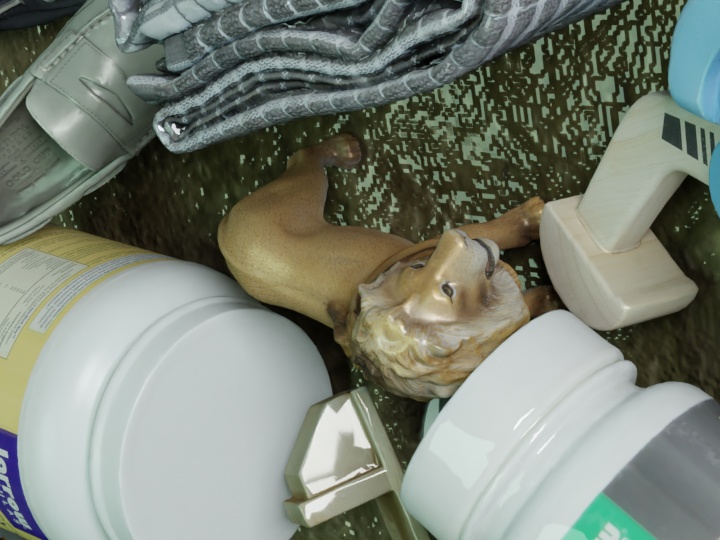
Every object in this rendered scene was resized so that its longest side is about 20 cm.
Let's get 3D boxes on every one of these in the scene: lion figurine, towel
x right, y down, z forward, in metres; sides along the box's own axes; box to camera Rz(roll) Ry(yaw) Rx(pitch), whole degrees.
[{"bbox_3d":[0.000,0.000,0.869,0.200,0.122,0.073,12,115,46],"label":"lion figurine"},{"bbox_3d":[0.027,-0.106,0.763,0.200,0.165,0.086,-17,99,51],"label":"towel"}]

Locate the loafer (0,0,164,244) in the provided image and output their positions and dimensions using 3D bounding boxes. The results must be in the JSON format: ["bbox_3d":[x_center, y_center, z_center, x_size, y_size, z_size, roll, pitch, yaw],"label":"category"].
[{"bbox_3d":[-0.116,-0.073,0.969,0.070,0.070,0.200,38,119,-22],"label":"loafer"}]

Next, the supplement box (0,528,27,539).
[{"bbox_3d":[-0.174,0.215,1.152,0.200,0.133,0.198,16,118,44],"label":"supplement box"}]

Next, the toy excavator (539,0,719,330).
[{"bbox_3d":[0.138,-0.046,0.734,0.200,0.100,0.195,37,133,51],"label":"toy excavator"}]

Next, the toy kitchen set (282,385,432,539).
[{"bbox_3d":[-0.050,0.156,0.899,0.200,0.180,0.163,146,102,-81],"label":"toy kitchen set"}]

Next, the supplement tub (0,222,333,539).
[{"bbox_3d":[-0.123,0.058,1.016,0.200,0.145,0.146,15,117,45],"label":"supplement tub"}]

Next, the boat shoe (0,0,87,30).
[{"bbox_3d":[-0.135,-0.147,1.004,0.200,0.063,0.073,-12,97,50],"label":"boat shoe"}]

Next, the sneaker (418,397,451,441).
[{"bbox_3d":[0.090,0.122,0.875,0.080,0.074,0.200,-23,93,36],"label":"sneaker"}]

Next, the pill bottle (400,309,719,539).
[{"bbox_3d":[0.117,0.112,0.775,0.200,0.113,0.113,40,133,19],"label":"pill bottle"}]
